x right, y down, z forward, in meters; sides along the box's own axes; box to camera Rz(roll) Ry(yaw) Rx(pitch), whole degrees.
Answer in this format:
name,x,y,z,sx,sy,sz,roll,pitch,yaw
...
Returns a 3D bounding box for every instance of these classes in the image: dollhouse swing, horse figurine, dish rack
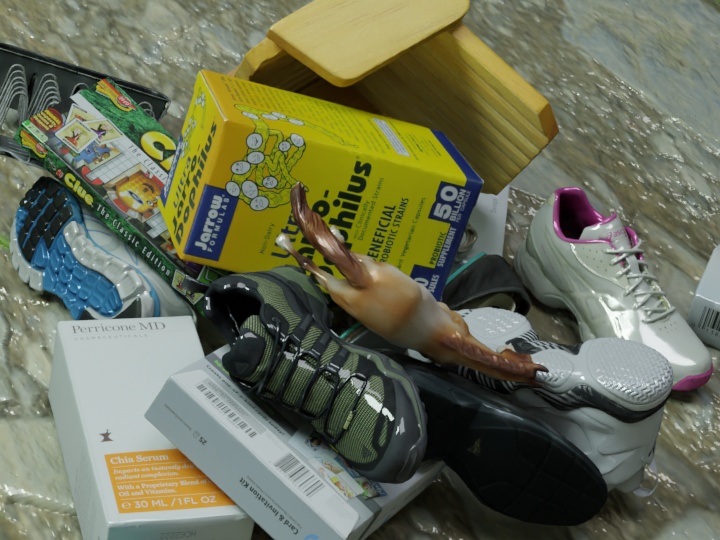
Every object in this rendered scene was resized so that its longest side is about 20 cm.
name,x,y,z,sx,sy,sz,roll,pitch,yaw
dollhouse swing,0.018,-0.112,1.628,0.181,0.200,0.177,-32,85,-23
horse figurine,0.022,0.018,1.421,0.200,0.050,0.132,36,2,-39
dish rack,-0.221,-0.113,1.667,0.152,0.055,0.200,15,16,-15

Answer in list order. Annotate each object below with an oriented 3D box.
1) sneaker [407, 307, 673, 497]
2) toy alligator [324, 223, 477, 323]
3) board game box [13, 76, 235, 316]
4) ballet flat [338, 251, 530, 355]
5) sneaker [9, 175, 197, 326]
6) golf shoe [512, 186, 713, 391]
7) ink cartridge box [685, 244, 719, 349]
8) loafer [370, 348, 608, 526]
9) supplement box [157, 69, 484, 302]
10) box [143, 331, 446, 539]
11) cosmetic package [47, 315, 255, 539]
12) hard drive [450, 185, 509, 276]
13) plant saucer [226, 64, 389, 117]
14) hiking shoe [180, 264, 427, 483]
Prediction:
name,x,y,z,sx,sy,sz,roll,pitch,yaw
sneaker,0.126,0.100,1.512,0.198,0.116,0.075,11,33,25
toy alligator,0.000,0.000,1.645,0.199,0.060,0.054,-19,5,-33
board game box,-0.153,-0.057,1.577,0.200,0.024,0.105,42,38,10
ballet flat,0.062,0.043,1.598,0.068,0.068,0.199,43,45,18
sneaker,-0.191,0.001,1.587,0.086,0.075,0.200,15,22,-46
golf shoe,0.199,0.014,1.652,0.075,0.092,0.200,-21,50,-39
ink cartridge box,0.365,0.011,1.738,0.159,0.048,0.200,21,40,11
loafer,0.084,0.108,1.452,0.199,0.073,0.072,31,22,-19
supplement box,-0.031,-0.055,1.524,0.198,0.110,0.110,13,19,-20
box,-0.035,0.108,1.423,0.156,0.041,0.200,42,26,9
cosmetic package,-0.143,0.121,1.428,0.100,0.072,0.201,-3,39,-19
hard drive,0.020,-0.051,1.737,0.198,0.026,0.132,12,37,0
plant saucer,-0.022,-0.144,1.808,0.198,0.038,0.201,9,27,-5
hiking shoe,-0.040,0.071,1.364,0.100,0.076,0.200,0,33,-42
